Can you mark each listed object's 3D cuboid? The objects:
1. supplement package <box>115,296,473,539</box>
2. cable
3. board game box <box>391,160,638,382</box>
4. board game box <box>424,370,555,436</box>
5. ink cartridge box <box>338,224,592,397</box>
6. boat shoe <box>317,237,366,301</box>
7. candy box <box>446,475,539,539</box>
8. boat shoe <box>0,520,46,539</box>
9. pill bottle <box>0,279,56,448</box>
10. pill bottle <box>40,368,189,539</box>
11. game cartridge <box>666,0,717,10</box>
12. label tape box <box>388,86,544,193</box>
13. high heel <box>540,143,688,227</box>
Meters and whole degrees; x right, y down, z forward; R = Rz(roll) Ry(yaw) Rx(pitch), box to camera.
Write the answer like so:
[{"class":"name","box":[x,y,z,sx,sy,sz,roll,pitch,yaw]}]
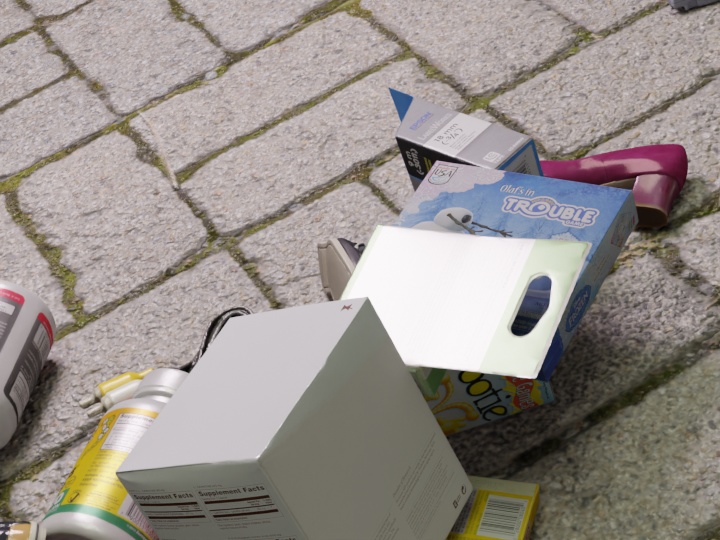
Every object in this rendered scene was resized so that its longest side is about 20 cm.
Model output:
[{"class":"supplement package","box":[-0.045,0.162,1.245,0.147,0.200,0.191,-9,31,36]},{"class":"cable","box":[-0.171,0.099,1.562,0.200,0.050,0.097,-38,45,-21]},{"class":"board game box","box":[0.111,-0.006,1.402,0.199,0.043,0.199,11,49,31]},{"class":"board game box","box":[0.058,0.081,1.443,0.199,0.103,0.105,-19,38,1]},{"class":"ink cartridge box","box":[0.078,0.034,1.305,0.199,0.048,0.146,7,52,28]},{"class":"boat shoe","box":[0.000,0.000,1.553,0.062,0.073,0.200,-7,8,-8]},{"class":"candy box","box":[0.074,0.237,1.283,0.102,0.026,0.200,3,36,18]},{"class":"boat shoe","box":[-0.312,0.247,1.352,0.062,0.200,0.075,13,67,-18]},{"class":"pill bottle","box":[-0.381,0.112,1.589,0.110,0.111,0.200,-5,40,18]},{"class":"pill bottle","box":[-0.195,0.185,1.419,0.112,0.113,0.200,1,43,25]},{"class":"game cartridge","box":[0.441,-0.372,1.883,0.199,0.041,0.133,-17,34,3]},{"class":"label tape box","box":[0.095,-0.087,1.597,0.063,0.145,0.200,-42,43,-24]},{"class":"high heel","box":[0.225,-0.098,1.618,0.199,0.068,0.096,13,53,17]}]
